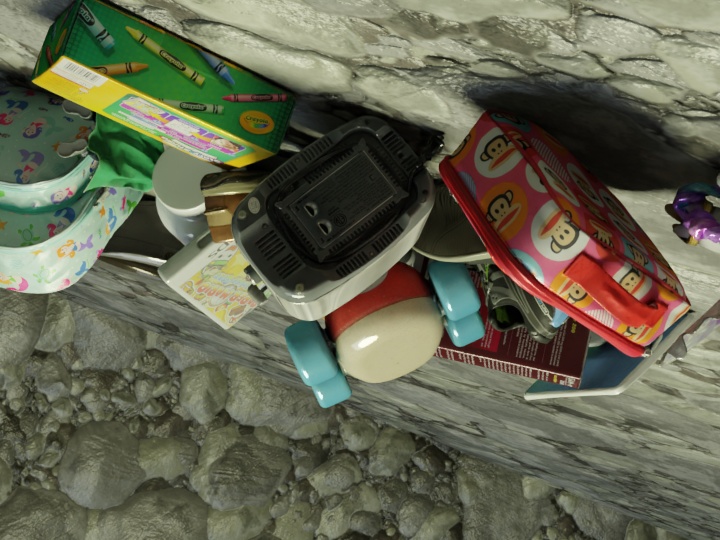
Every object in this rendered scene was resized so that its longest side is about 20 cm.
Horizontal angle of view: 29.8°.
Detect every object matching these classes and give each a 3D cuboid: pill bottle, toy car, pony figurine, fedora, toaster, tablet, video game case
[{"bbox_3d":[-0.151,-0.066,1.416,0.103,0.105,0.200,15,168,15],"label":"pill bottle"},{"bbox_3d":[0.000,0.000,1.338,0.183,0.202,0.177,-24,160,0],"label":"toy car"},{"bbox_3d":[0.292,0.001,0.939,0.198,0.168,0.193,26,-165,17],"label":"pony figurine"},{"bbox_3d":[-0.264,-0.038,1.754,0.198,0.091,0.177,14,171,-8],"label":"fedora"},{"bbox_3d":[-0.017,-0.044,1.161,0.114,0.199,0.129,50,169,10],"label":"toaster"},{"bbox_3d":[0.267,0.096,1.472,0.014,0.130,0.200,53,158,-9],"label":"tablet"},{"bbox_3d":[-0.103,-0.023,1.404,0.023,0.181,0.200,52,180,20],"label":"video game case"}]

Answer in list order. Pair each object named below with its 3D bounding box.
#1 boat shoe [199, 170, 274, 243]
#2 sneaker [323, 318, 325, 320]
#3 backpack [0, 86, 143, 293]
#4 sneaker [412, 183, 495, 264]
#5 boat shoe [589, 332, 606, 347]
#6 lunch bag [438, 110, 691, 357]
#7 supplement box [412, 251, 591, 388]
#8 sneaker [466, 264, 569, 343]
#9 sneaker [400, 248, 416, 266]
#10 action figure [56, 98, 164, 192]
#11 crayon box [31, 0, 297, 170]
[{"bbox_3d":[-0.056,-0.055,1.268,0.198,0.075,0.075,-2,180,-24],"label":"boat shoe"},{"bbox_3d":[0.009,0.003,1.590,0.074,0.089,0.200,-2,-174,16],"label":"sneaker"},{"bbox_3d":[-0.335,-0.082,1.402,0.176,0.201,0.151,16,149,17],"label":"backpack"},{"bbox_3d":[0.136,-0.025,1.231,0.199,0.076,0.106,6,164,43],"label":"sneaker"},{"bbox_3d":[0.181,0.046,1.496,0.197,0.071,0.066,10,166,6],"label":"boat shoe"},{"bbox_3d":[0.161,-0.020,1.009,0.199,0.082,0.177,29,-158,-41],"label":"lunch bag"},{"bbox_3d":[0.146,0.047,1.430,0.198,0.110,0.061,13,167,11],"label":"supplement box"},{"bbox_3d":[0.139,0.013,1.326,0.070,0.083,0.199,23,-172,-31],"label":"sneaker"},{"bbox_3d":[0.052,0.012,1.530,0.078,0.078,0.199,10,164,42],"label":"sneaker"},{"bbox_3d":[-0.234,-0.121,1.332,0.054,0.120,0.200,7,176,15],"label":"action figure"},{"bbox_3d":[-0.168,-0.154,1.150,0.198,0.059,0.118,23,168,-23],"label":"crayon box"}]
